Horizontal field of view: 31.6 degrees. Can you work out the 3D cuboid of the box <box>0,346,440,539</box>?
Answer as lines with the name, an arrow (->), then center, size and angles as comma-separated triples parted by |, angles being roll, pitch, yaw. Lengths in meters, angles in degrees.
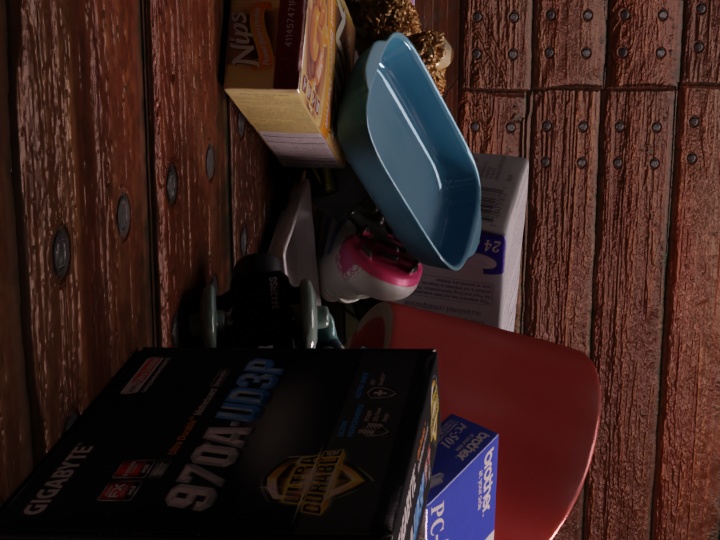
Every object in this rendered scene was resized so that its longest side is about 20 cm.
box -> -0.050, 0.089, 0.563 | 0.200, 0.158, 0.046 | -63, 151, -71

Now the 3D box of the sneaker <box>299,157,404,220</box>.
sneaker -> -0.022, -0.115, 1.078 | 0.085, 0.074, 0.200 | -49, -158, 19

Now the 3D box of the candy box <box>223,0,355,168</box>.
candy box -> -0.045, -0.152, 0.902 | 0.200, 0.055, 0.116 | 49, 45, -77

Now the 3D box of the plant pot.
plant pot -> 0.068, 0.124, 1.033 | 0.201, 0.177, 0.201 | -59, -166, 25

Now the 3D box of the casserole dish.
casserole dish -> 0.037, -0.086, 0.970 | 0.200, 0.039, 0.122 | 56, 37, -38

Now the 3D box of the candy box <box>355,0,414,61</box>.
candy box -> 0.012, -0.206, 1.237 | 0.168, 0.071, 0.201 | -69, 159, -68

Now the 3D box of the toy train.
toy train -> -0.053, 0.091, 0.750 | 0.114, 0.085, 0.201 | 92, -8, -56

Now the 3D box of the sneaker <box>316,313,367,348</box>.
sneaker -> -0.018, 0.097, 0.832 | 0.200, 0.077, 0.087 | 52, -55, 47

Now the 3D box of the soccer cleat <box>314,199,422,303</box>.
soccer cleat -> 0.000, 0.000, 1.060 | 0.200, 0.069, 0.087 | -117, -132, -68

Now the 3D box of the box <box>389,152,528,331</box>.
box -> 0.092, 0.012, 1.204 | 0.184, 0.104, 0.201 | -62, 156, -61

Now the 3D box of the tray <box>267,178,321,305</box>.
tray -> -0.052, 0.037, 1.023 | 0.108, 0.022, 0.201 | -78, 167, -53

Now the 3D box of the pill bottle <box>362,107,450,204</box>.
pill bottle -> 0.058, -0.085, 1.449 | 0.112, 0.111, 0.201 | 12, 80, -82

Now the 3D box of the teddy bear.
teddy bear -> 0.019, -0.209, 1.028 | 0.200, 0.067, 0.145 | 49, -10, -23

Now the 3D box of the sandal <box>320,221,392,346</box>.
sandal -> -0.008, 0.013, 1.196 | 0.201, 0.079, 0.058 | -71, -178, -49

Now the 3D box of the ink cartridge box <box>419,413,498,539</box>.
ink cartridge box -> 0.056, 0.213, 0.927 | 0.094, 0.044, 0.201 | -36, 135, -42
